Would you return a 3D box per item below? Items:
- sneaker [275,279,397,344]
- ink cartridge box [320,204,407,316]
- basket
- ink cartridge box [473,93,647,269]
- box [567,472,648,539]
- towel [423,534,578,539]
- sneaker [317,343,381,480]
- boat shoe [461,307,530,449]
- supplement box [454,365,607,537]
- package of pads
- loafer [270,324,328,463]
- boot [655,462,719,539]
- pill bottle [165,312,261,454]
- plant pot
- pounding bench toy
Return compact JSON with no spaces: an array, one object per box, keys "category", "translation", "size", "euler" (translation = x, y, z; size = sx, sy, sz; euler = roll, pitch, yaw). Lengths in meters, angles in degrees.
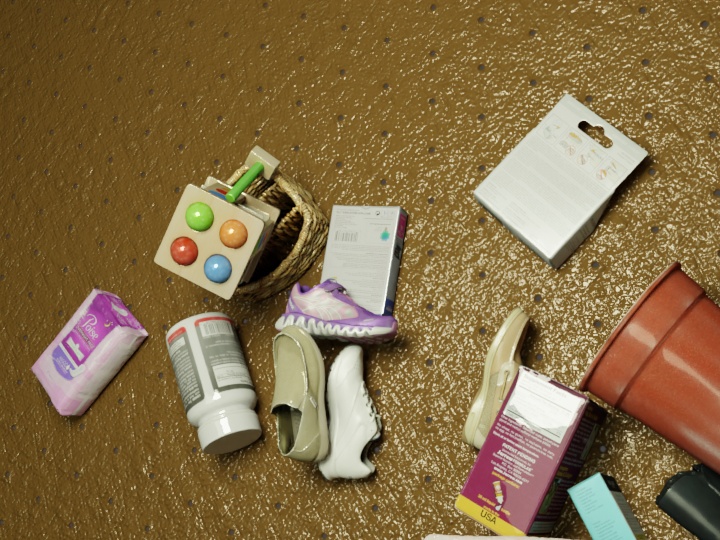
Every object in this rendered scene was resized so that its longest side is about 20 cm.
[{"category":"sneaker","translation":[-0.034,0.059,1.339],"size":[0.198,0.080,0.089],"euler":[5,77,30]},{"category":"ink cartridge box","translation":[0.000,0.000,1.401],"size":[0.118,0.042,0.202],"euler":[4,76,27]},{"category":"basket","translation":[-0.164,-0.053,1.438],"size":[0.200,0.149,0.143],"euler":[-41,62,10]},{"category":"ink cartridge box","translation":[0.286,-0.128,1.294],"size":[0.200,0.057,0.163],"euler":[-45,61,0]},{"category":"box","translation":[0.331,0.352,1.109],"size":[0.049,0.082,0.201],"euler":[-33,63,15]},{"category":"towel","translation":[0.198,0.384,1.117],"size":[0.198,0.192,0.032],"euler":[-7,43,25]},{"category":"sneaker","translation":[-0.007,0.210,1.337],"size":[0.086,0.074,0.202],"euler":[2,85,20]},{"category":"boat shoe","translation":[0.202,0.153,1.244],"size":[0.064,0.071,0.202],"euler":[20,93,23]},{"category":"supplement box","translation":[0.222,0.241,1.168],"size":[0.103,0.131,0.201],"euler":[25,87,30]},{"category":"package of pads","translation":[-0.476,0.145,1.583],"size":[0.200,0.076,0.120],"euler":[-49,63,7]},{"category":"loafer","translation":[-0.093,0.178,1.295],"size":[0.075,0.068,0.202],"euler":[-19,78,41]},{"category":"boot","translation":[0.404,0.319,1.035],"size":[0.168,0.199,0.077],"euler":[41,135,28]},{"category":"pill bottle","translation":[-0.229,0.179,1.425],"size":[0.113,0.114,0.201],"euler":[-29,65,17]},{"category":"plant pot","translation":[0.401,0.127,1.086],"size":[0.195,0.201,0.201],"euler":[39,95,21]},{"category":"pounding bench toy","translation":[-0.193,-0.084,1.324],"size":[0.123,0.156,0.201],"euler":[26,101,-1]}]
